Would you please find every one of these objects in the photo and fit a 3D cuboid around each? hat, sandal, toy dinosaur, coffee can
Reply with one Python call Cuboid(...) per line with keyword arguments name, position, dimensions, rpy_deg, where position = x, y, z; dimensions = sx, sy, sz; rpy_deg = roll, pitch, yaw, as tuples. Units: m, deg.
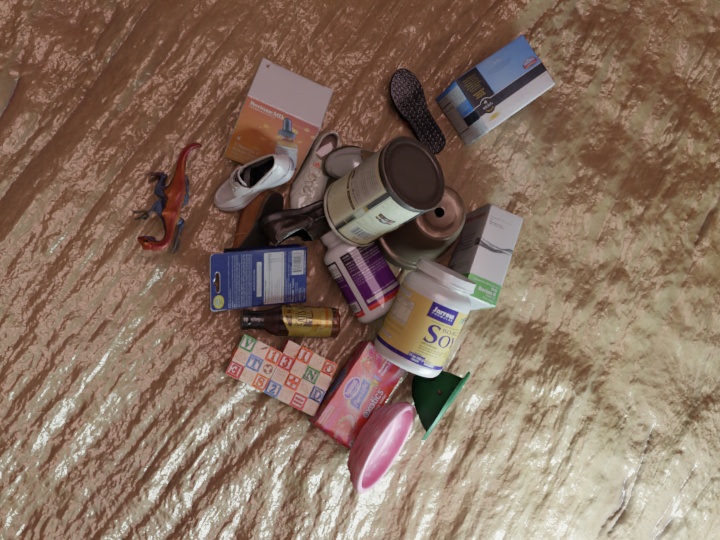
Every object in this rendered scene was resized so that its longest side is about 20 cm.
Cuboid(name="hat", position=(0.115, 0.225, 1.650), dimensions=(0.176, 0.166, 0.200), rpy_deg=(35, 32, 11))
Cuboid(name="sandal", position=(0.118, -0.344, 1.740), dimensions=(0.075, 0.045, 0.201), rpy_deg=(-33, 107, -10))
Cuboid(name="toy dinosaur", position=(-0.377, -0.127, 1.531), dimensions=(0.104, 0.201, 0.182), rpy_deg=(12, 37, -22))
Cuboid(name="coffee can", position=(0.042, -0.147, 1.519), dimensions=(0.146, 0.200, 0.147), rpy_deg=(15, 64, -32))

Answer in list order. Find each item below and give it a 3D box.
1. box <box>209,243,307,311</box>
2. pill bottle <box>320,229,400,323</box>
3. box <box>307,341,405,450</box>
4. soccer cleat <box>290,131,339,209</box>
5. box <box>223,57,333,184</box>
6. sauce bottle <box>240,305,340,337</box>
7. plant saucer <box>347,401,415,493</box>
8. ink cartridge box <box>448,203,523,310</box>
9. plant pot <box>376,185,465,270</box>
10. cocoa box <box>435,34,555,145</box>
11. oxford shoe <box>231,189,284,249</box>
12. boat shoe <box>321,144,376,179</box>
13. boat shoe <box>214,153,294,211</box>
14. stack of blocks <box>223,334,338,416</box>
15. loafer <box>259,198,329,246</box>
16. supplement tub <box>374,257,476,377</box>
Cuboid(name="box", position=(-0.205, 0.013, 1.589), dimensions=(0.199, 0.032, 0.122), rpy_deg=(-5, 108, -24))
Cuboid(name="pill bottle", position=(0.000, 0.000, 1.634), dimensions=(0.112, 0.112, 0.201), rpy_deg=(-30, 92, -15))
Cuboid(name="box", position=(-0.008, 0.252, 1.615), dimensions=(0.100, 0.095, 0.200), rpy_deg=(36, 77, -7))
Cuboid(name="soccer cleat", position=(-0.095, -0.199, 1.648), dimensions=(0.069, 0.078, 0.201), rpy_deg=(21, 80, -11))
Cuboid(name="box", position=(-0.164, -0.288, 1.566), dimensions=(0.152, 0.200, 0.107), rpy_deg=(22, 57, -10))
Cuboid(name="sauce bottle", position=(-0.142, 0.104, 1.612), dimensions=(0.199, 0.066, 0.066), rpy_deg=(2, 84, -16))
Cuboid(name="plant saucer", position=(0.036, 0.344, 1.582), dimensions=(0.051, 0.201, 0.201), rpy_deg=(28, 76, 23))
Cuboid(name="ink cartridge box", position=(0.253, -0.026, 1.682), dimensions=(0.084, 0.146, 0.201), rpy_deg=(22, 80, -11))
Cuboid(name="plant pot", position=(0.133, -0.107, 1.648), dimensions=(0.199, 0.175, 0.202), rpy_deg=(1, 84, -13))
Cuboid(name="cocoa box", position=(0.291, -0.391, 1.736), dimensions=(0.200, 0.133, 0.132), rpy_deg=(-36, 93, -15))
Cuboid(name="oxford shoe", position=(-0.226, -0.075, 1.617), dimensions=(0.071, 0.071, 0.201), rpy_deg=(28, 89, -53))
Cuboid(name="boat shoe", position=(0.016, -0.216, 1.645), dimensions=(0.199, 0.068, 0.075), rpy_deg=(-5, 109, -35))
Cuboid(name="boat shoe", position=(-0.224, -0.180, 1.567), dimensions=(0.199, 0.065, 0.074), rpy_deg=(-28, 67, 27))
Cuboid(name="stack of blocks", position=(-0.160, 0.198, 1.601), dimensions=(0.199, 0.059, 0.116), rpy_deg=(27, 78, -10))
Cuboid(name="loafer", position=(-0.101, -0.091, 1.594), dimensions=(0.199, 0.073, 0.072), rpy_deg=(-15, 78, -18))
Cuboid(name="supplement tub", position=(0.128, 0.090, 1.552), dimensions=(0.145, 0.145, 0.201), rpy_deg=(23, 98, -11))
